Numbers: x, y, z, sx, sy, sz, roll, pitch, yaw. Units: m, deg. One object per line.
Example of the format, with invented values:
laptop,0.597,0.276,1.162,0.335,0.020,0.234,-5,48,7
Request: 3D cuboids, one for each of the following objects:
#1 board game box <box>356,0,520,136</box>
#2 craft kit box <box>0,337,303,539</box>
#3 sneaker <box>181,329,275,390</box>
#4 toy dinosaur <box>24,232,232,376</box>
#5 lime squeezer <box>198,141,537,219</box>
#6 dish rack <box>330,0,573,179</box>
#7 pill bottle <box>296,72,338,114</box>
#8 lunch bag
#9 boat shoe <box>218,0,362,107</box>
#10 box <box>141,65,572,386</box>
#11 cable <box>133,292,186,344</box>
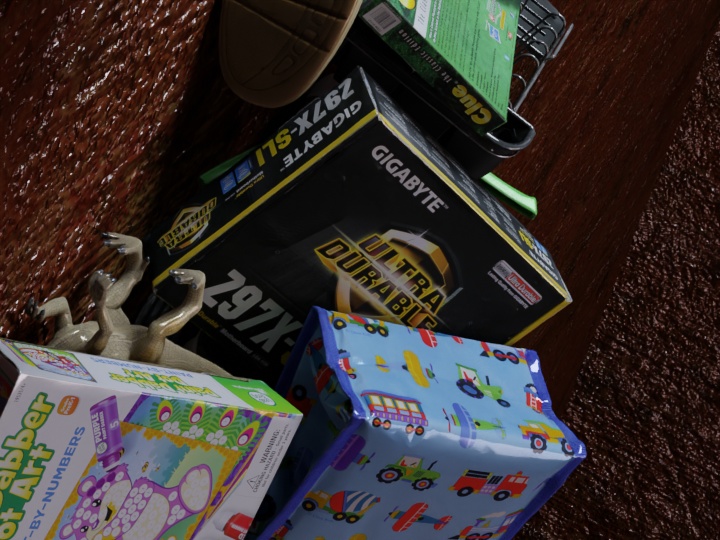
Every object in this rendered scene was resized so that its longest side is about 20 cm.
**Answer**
board game box,0.051,-0.175,1.084,0.023,0.105,0.201,-27,-147,32
craft kit box,-0.145,0.138,0.966,0.197,0.048,0.201,14,106,-47
sneaker,-0.092,0.085,1.165,0.094,0.070,0.200,-49,-179,3
toy dinosaur,-0.122,0.038,1.002,0.199,0.058,0.102,-2,120,-49
lime squeezer,0.004,-0.070,1.132,0.038,0.198,0.071,140,-46,-75
dish rack,0.053,-0.151,1.142,0.055,0.153,0.200,-47,-174,43
pill bottle,-0.003,-0.049,1.208,0.201,0.112,0.112,-61,167,-12
lunch bag,0.008,0.135,1.103,0.201,0.149,0.094,-61,-148,29
boat shoe,-0.014,-0.181,1.012,0.072,0.072,0.202,-11,120,-73
box,0.000,0.000,1.082,0.159,0.050,0.200,-35,133,16
cable,-0.152,0.079,1.068,0.097,0.050,0.201,79,26,-58
